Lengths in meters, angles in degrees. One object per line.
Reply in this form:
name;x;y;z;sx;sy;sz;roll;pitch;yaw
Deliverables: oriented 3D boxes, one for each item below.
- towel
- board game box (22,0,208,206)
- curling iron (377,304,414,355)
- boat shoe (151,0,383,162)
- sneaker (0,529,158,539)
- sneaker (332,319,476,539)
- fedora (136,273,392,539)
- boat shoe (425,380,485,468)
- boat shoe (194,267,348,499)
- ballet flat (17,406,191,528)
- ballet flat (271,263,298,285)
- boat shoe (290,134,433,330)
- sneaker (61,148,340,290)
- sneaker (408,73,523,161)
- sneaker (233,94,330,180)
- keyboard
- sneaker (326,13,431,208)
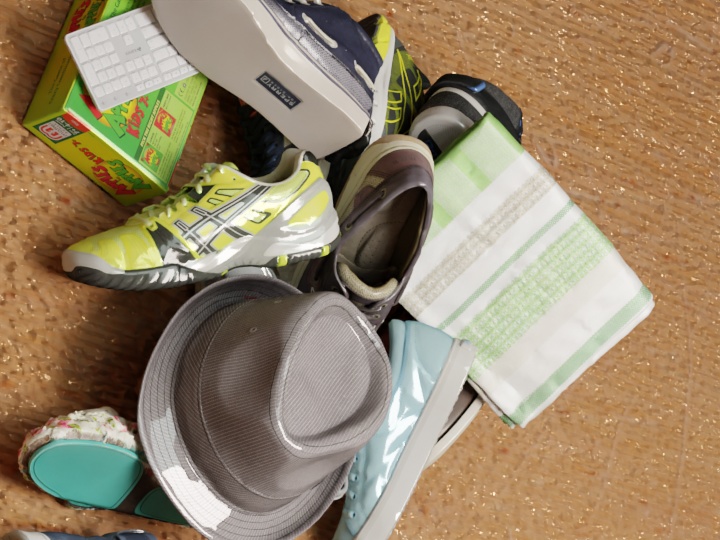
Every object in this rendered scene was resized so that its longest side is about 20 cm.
towel;0.105;0.001;1.753;0.149;0.031;0.200;-42;106;0
board game box;-0.155;-0.157;1.658;0.102;0.048;0.201;39;53;-32
curling iron;0.009;0.056;1.781;0.200;0.025;0.050;-49;155;-38
boat shoe;-0.064;-0.169;1.663;0.200;0.075;0.093;45;39;-27
sneaker;-0.153;0.265;1.517;0.146;0.077;0.203;3;75;-43
sneaker;0.009;0.129;1.724;0.082;0.074;0.201;26;83;3
fedora;-0.047;0.085;1.577;0.200;0.090;0.177;-41;106;-47
boat shoe;0.077;0.074;1.824;0.059;0.072;0.200;41;56;-5
boat shoe;-0.061;0.070;1.679;0.074;0.065;0.203;-12;87;-48
ballet flat;-0.155;0.126;1.576;0.200;0.076;0.064;25;30;-45
ballet flat;0.006;-0.036;1.782;0.200;0.072;0.072;-41;108;-44
boat shoe;0.000;0.000;1.682;0.072;0.200;0.065;19;26;-17
sneaker;-0.112;-0.033;1.616;0.199;0.075;0.077;-13;102;-26
sneaker;0.113;-0.064;1.813;0.200;0.073;0.112;61;31;-23
sneaker;-0.066;-0.111;1.727;0.084;0.075;0.201;34;49;-26
keyboard;-0.126;-0.163;1.647;0.200;0.011;0.056;-28;99;-47
sneaker;0.016;-0.107;1.783;0.085;0.074;0.200;38;44;-28
